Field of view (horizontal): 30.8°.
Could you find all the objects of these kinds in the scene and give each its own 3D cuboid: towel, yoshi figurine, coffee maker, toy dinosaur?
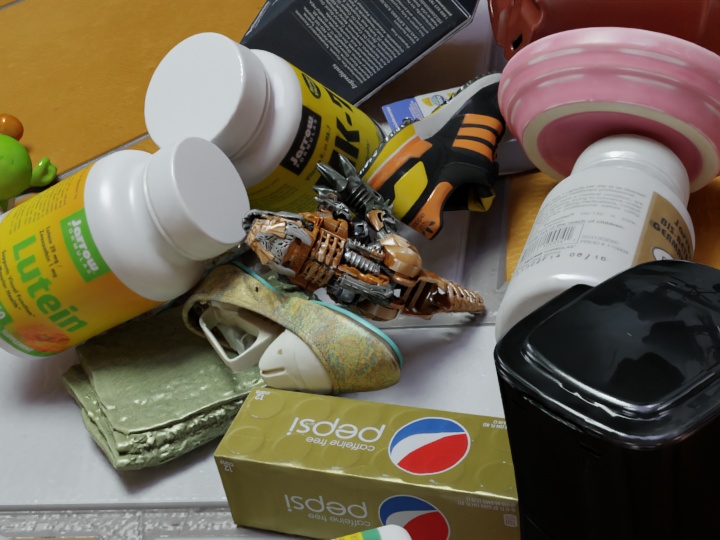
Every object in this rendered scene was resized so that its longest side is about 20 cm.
[{"bbox_3d":[-0.109,0.069,0.953,0.200,0.037,0.148,-24,36,-16],"label":"towel"},{"bbox_3d":[-0.343,-0.107,1.214,0.112,0.112,0.200,-11,37,-11],"label":"yoshi figurine"},{"bbox_3d":[0.137,0.122,0.660,0.134,0.200,0.192,9,39,28],"label":"coffee maker"},{"bbox_3d":[0.000,0.000,0.927,0.102,0.200,0.136,-45,34,1],"label":"toy dinosaur"}]

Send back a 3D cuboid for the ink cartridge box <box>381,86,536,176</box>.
[{"bbox_3d":[0.127,-0.130,1.164,0.199,0.042,0.119,-11,34,-5],"label":"ink cartridge box"}]

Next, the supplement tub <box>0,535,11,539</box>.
[{"bbox_3d":[-0.288,0.190,0.734,0.200,0.145,0.145,15,42,33],"label":"supplement tub"}]

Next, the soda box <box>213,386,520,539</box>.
[{"bbox_3d":[0.014,0.127,0.809,0.199,0.064,0.068,4,38,22],"label":"soda box"}]

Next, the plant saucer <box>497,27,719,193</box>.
[{"bbox_3d":[0.201,-0.109,1.001,0.200,0.201,0.051,5,67,22],"label":"plant saucer"}]

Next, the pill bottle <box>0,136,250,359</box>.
[{"bbox_3d":[-0.181,-0.019,0.938,0.200,0.111,0.111,-24,27,28],"label":"pill bottle"}]

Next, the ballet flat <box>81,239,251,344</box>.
[{"bbox_3d":[-0.158,-0.014,1.061,0.076,0.064,0.200,19,45,39],"label":"ballet flat"}]

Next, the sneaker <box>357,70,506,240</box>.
[{"bbox_3d":[0.082,-0.088,1.051,0.090,0.070,0.200,48,46,7],"label":"sneaker"}]

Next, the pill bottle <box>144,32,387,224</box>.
[{"bbox_3d":[-0.069,-0.103,1.025,0.114,0.200,0.115,-11,70,31],"label":"pill bottle"}]

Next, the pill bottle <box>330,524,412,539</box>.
[{"bbox_3d":[-0.059,0.209,0.671,0.199,0.113,0.113,-15,34,-4],"label":"pill bottle"}]

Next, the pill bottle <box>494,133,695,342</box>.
[{"bbox_3d":[0.171,-0.007,0.910,0.114,0.115,0.200,4,37,21],"label":"pill bottle"}]

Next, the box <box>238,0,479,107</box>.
[{"bbox_3d":[0.013,-0.270,1.255,0.196,0.124,0.200,-35,21,33],"label":"box"}]

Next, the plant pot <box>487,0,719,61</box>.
[{"bbox_3d":[0.223,-0.260,1.149,0.195,0.201,0.201,-5,33,-11],"label":"plant pot"}]

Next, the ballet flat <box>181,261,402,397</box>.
[{"bbox_3d":[-0.054,0.049,0.876,0.071,0.071,0.200,-32,35,-28],"label":"ballet flat"}]
